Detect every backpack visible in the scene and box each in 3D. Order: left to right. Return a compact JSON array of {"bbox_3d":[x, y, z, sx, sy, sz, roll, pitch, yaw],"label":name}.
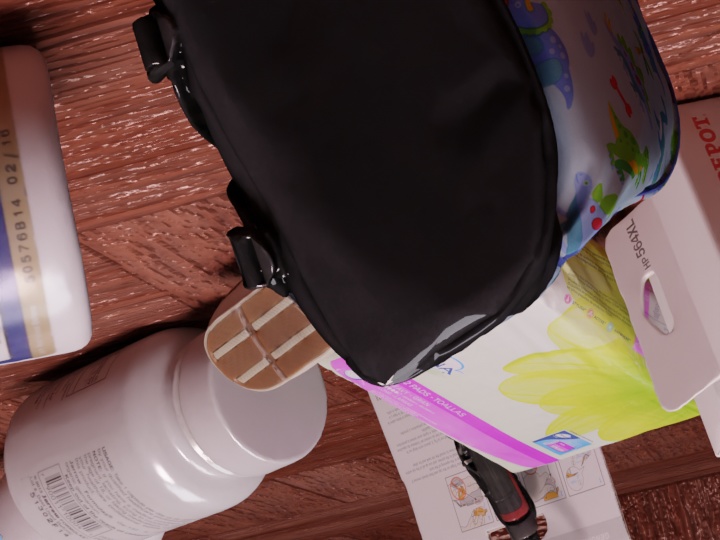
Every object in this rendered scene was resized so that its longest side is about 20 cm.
[{"bbox_3d":[0.025,-0.057,0.626,0.154,0.163,0.200,-27,173,1],"label":"backpack"}]

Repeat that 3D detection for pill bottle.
[{"bbox_3d":[-0.199,-0.009,0.699,0.199,0.111,0.111,-10,167,-9],"label":"pill bottle"},{"bbox_3d":[-0.117,0.097,1.223,0.114,0.115,0.200,1,162,-44],"label":"pill bottle"}]

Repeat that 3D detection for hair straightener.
[{"bbox_3d":[0.083,0.113,1.282,0.041,0.200,0.077,-32,161,-2],"label":"hair straightener"}]

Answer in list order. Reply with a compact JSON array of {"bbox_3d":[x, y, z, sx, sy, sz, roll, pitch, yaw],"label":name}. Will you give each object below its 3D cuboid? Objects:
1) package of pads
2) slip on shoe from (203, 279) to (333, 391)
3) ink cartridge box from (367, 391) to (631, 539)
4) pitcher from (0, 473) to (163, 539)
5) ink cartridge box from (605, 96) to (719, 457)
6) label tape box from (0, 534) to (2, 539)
[{"bbox_3d":[0.092,0.041,1.149,0.154,0.068,0.200,-23,142,36],"label":"package of pads"},{"bbox_3d":[0.000,0.000,1.052,0.200,0.076,0.061,-34,-164,39],"label":"slip on shoe"},{"bbox_3d":[0.097,0.110,1.330,0.045,0.177,0.200,-15,172,-39],"label":"ink cartridge box"},{"bbox_3d":[-0.171,0.162,1.474,0.171,0.121,0.200,-10,157,-47],"label":"pitcher"},{"bbox_3d":[0.229,-0.007,0.979,0.199,0.129,0.125,-11,138,-5],"label":"ink cartridge box"},{"bbox_3d":[-0.282,0.117,0.987,0.199,0.066,0.143,-13,168,-10],"label":"label tape box"}]
